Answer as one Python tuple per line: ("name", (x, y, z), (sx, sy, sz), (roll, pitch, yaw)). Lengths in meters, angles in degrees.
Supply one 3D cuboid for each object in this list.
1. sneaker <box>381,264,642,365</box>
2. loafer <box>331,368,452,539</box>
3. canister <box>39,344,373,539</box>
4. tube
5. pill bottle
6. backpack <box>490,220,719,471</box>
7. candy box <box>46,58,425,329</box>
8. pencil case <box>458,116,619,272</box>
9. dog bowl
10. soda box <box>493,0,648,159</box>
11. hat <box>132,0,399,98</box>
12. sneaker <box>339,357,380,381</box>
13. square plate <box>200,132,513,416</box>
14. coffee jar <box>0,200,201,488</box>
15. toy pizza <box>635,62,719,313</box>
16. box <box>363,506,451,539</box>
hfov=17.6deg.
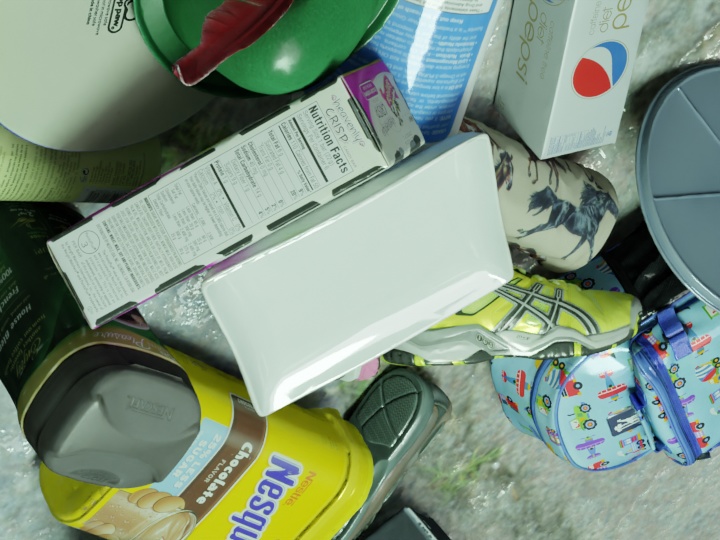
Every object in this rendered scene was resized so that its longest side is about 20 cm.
("sneaker", (0.109, 0.024, 1.617), (0.199, 0.075, 0.077), (-3, 90, -25))
("loafer", (-0.003, 0.164, 1.732), (0.200, 0.072, 0.063), (-50, 143, 10))
("canister", (-0.108, 0.141, 1.620), (0.149, 0.087, 0.199), (-47, 136, 16))
("tube", (-0.217, -0.069, 1.390), (0.199, 0.052, 0.059), (0, 94, -33))
("pill bottle", (0.020, -0.135, 1.444), (0.112, 0.112, 0.201), (-2, 125, -34))
("backpack", (0.206, 0.070, 1.747), (0.199, 0.135, 0.183), (-29, 137, -7))
("candy box", (-0.069, -0.047, 1.344), (0.199, 0.061, 0.136), (-28, -177, 12))
("pencil case", (0.093, -0.056, 1.597), (0.199, 0.089, 0.078), (19, 86, -44))
("dog bowl", (-0.149, -0.170, 1.322), (0.199, 0.079, 0.201), (-19, 135, -20))
("soda box", (0.145, -0.176, 1.532), (0.063, 0.068, 0.201), (-13, 133, -26))
("hat", (-0.025, -0.121, 1.252), (0.199, 0.176, 0.166), (-21, 132, -14))
("sneaker", (-0.040, 0.015, 1.565), (0.086, 0.080, 0.201), (-20, 133, -12))
("square plate", (0.000, 0.000, 1.474), (0.197, 0.029, 0.200), (-29, 153, -6))
("coffee jar", (-0.177, 0.042, 1.398), (0.104, 0.200, 0.086), (20, 113, -44))
("toy pizza", (0.276, -0.052, 1.671), (0.199, 0.202, 0.032), (-7, 167, -31))
("box", (0.000, 0.283, 1.771), (0.200, 0.105, 0.148), (-39, 167, 2))
